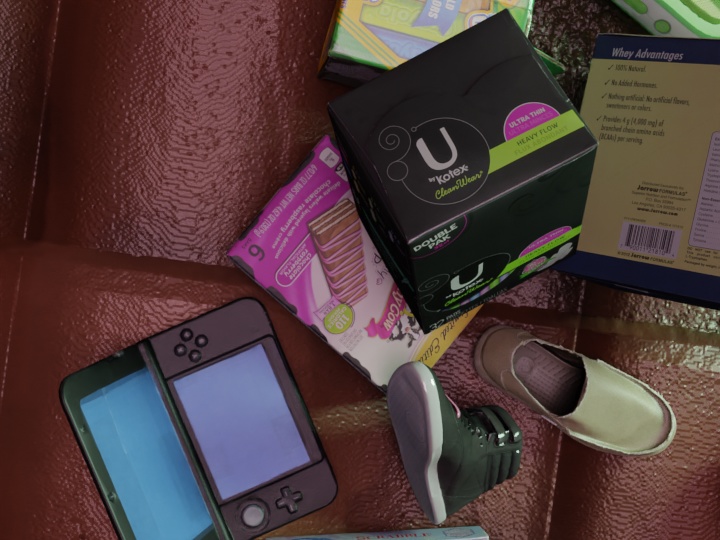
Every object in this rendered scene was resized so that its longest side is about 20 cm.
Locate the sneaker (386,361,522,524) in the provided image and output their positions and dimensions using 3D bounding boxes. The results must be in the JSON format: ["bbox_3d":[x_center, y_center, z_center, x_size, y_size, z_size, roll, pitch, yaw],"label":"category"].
[{"bbox_3d":[0.084,0.128,0.906,0.099,0.071,0.201,-27,137,-14],"label":"sneaker"}]

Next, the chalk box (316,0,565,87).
[{"bbox_3d":[0.076,-0.205,0.906,0.198,0.124,0.125,13,90,-7],"label":"chalk box"}]

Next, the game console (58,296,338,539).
[{"bbox_3d":[-0.127,0.145,0.894,0.175,0.116,0.201,-22,94,-5],"label":"game console"}]

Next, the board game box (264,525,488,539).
[{"bbox_3d":[0.016,0.335,0.949,0.198,0.041,0.202,-1,91,-6],"label":"board game box"}]

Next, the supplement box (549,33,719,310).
[{"bbox_3d":[0.286,-0.073,0.876,0.134,0.199,0.202,13,90,-51],"label":"supplement box"}]

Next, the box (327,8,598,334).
[{"bbox_3d":[0.076,-0.063,0.793,0.148,0.200,0.125,-28,68,-4],"label":"box"}]

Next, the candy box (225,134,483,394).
[{"bbox_3d":[0.000,0.000,0.932,0.200,0.061,0.137,40,86,-6],"label":"candy box"}]

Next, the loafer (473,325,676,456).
[{"bbox_3d":[0.195,0.113,0.950,0.199,0.068,0.076,24,89,-6],"label":"loafer"}]

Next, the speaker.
[{"bbox_3d":[0.264,-0.258,0.944,0.200,0.088,0.089,38,87,-5],"label":"speaker"}]
